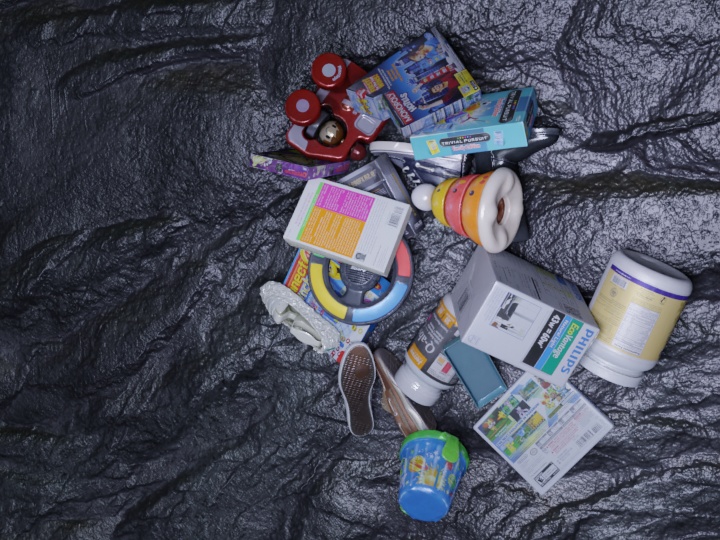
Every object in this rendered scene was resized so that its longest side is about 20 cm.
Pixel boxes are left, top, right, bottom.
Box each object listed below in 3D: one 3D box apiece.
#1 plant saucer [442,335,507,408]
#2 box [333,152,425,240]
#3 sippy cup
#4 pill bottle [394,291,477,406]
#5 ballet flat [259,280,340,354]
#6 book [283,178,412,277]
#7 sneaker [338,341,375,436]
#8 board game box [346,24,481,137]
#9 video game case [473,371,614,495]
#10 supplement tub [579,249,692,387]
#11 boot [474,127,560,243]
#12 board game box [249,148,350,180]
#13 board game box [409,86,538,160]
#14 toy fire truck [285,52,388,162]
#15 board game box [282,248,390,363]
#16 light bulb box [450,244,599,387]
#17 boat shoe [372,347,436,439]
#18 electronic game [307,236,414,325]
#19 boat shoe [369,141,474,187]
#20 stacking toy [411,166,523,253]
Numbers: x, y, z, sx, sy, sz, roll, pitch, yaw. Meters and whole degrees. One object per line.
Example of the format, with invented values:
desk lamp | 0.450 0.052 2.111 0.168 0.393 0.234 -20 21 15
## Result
plant saucer | 0.209 0.179 1.661 0.070 0.201 0.019 -33 44 0
box | 0.003 -0.107 1.719 0.199 0.048 0.159 -25 97 36
sippy cup | 0.130 0.395 1.719 0.138 0.131 0.179 -2 125 18
pill bottle | 0.155 0.148 1.700 0.116 0.116 0.201 38 110 11
ballet flat | -0.126 0.091 1.755 0.199 0.072 0.072 35 109 15
book | -0.022 -0.083 1.641 0.198 0.048 0.135 19 79 17
sneaker | -0.010 0.219 1.782 0.072 0.085 0.202 -2 115 -6
board game box | 0.087 -0.311 1.590 0.198 0.062 0.201 -26 51 2
video game case | 0.340 0.291 1.702 0.182 0.022 0.200 43 112 10
supplement tub | 0.460 0.081 1.552 0.144 0.145 0.202 25 107 16
boot | 0.282 -0.150 1.626 0.163 0.065 0.203 -1 96 30
board game box | -0.110 -0.200 1.701 0.119 0.200 0.033 11 104 20
board game box | 0.201 -0.259 1.593 0.198 0.151 0.047 -5 121 22
toy fire truck | -0.037 -0.290 1.681 0.167 0.112 0.201 34 84 9
board game box | -0.054 0.055 1.767 0.195 0.056 0.201 37 129 12
light bulb box | 0.277 0.070 1.564 0.198 0.199 0.126 25 110 -9
boat shoe | 0.070 0.248 1.774 0.071 0.076 0.201 -32 85 25
electronic game | 0.000 0.000 1.660 0.198 0.042 0.203 -1 82 9
boat shoe | 0.106 -0.185 1.685 0.198 0.075 0.094 10 96 19
stacking toy | 0.172 -0.116 1.595 0.198 0.146 0.148 11 103 34
